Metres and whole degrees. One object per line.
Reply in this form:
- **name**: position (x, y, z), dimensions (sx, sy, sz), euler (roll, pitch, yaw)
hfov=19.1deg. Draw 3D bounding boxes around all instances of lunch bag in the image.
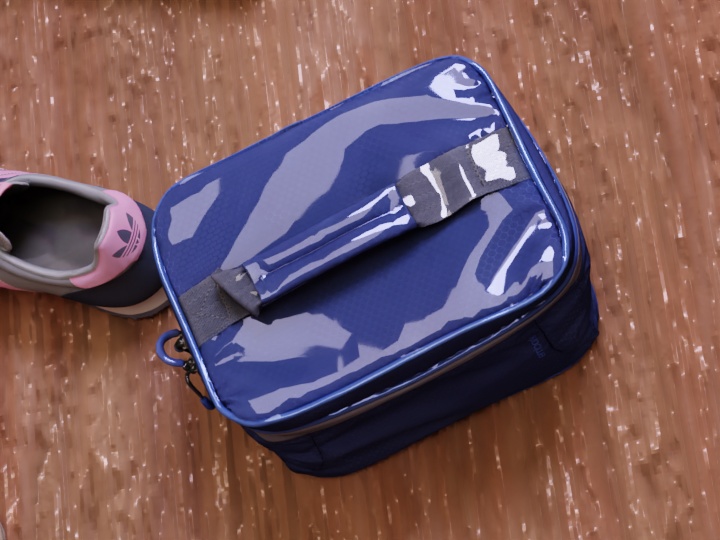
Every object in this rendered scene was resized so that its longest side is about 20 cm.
- **lunch bag**: position (0.000, 0.000, 0.979), dimensions (0.200, 0.132, 0.136), euler (-27, 67, 4)

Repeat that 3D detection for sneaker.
- **sneaker**: position (-0.187, -0.028, 1.065), dimensions (0.199, 0.082, 0.070), euler (7, 74, 17)

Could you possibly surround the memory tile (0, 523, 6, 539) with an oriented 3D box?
- **memory tile**: position (-0.247, 0.161, 1.051), dimensions (0.200, 0.017, 0.153), euler (38, 84, 22)
